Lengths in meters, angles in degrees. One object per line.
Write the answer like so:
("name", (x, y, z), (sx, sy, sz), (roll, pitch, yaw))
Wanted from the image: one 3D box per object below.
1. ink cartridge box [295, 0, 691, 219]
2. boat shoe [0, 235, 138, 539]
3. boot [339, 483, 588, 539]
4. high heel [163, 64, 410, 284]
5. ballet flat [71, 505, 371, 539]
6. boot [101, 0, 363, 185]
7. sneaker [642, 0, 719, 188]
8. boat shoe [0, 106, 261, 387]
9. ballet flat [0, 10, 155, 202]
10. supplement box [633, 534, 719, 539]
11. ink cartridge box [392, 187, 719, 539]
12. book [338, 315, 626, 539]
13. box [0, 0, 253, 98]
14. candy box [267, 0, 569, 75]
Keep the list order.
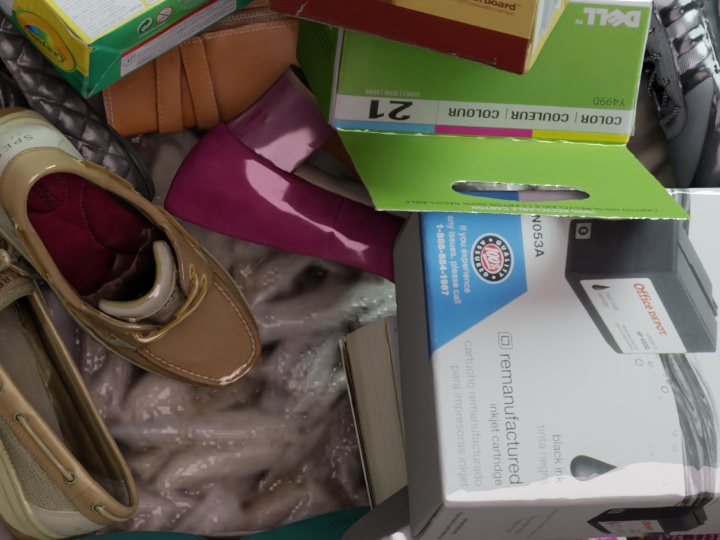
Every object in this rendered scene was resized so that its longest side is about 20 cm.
("ink cartridge box", (0.061, -0.093, 1.075), (0.147, 0.200, 0.076), (2, 113, -12))
("boat shoe", (-0.169, 0.035, 1.152), (0.063, 0.073, 0.201), (-18, 95, 31))
("boot", (0.083, 0.124, 1.142), (0.200, 0.073, 0.096), (-32, 103, -26))
("high heel", (0.000, 0.000, 1.158), (0.096, 0.067, 0.200), (-44, 87, 13))
("ballet flat", (-0.063, 0.163, 1.177), (0.199, 0.072, 0.072), (-5, 88, -20))
("boot", (-0.053, -0.089, 1.200), (0.154, 0.074, 0.201), (-18, 87, -8))
("sneaker", (0.149, -0.120, 1.240), (0.113, 0.075, 0.201), (4, 81, -11))
("boat shoe", (-0.113, 0.003, 1.142), (0.074, 0.066, 0.200), (-50, 127, 0))
("ballet flat", (-0.180, -0.088, 1.166), (0.200, 0.066, 0.057), (47, 58, -8))
("supplement box", (0.237, 0.111, 1.171), (0.103, 0.200, 0.132), (8, 87, -33))
("ink cartridge box", (0.122, 0.042, 1.071), (0.199, 0.084, 0.146), (-1, 72, -9))
("book", (0.073, 0.122, 1.193), (0.133, 0.048, 0.201), (-3, 76, -32))
("box", (-0.149, -0.184, 1.147), (0.117, 0.048, 0.200), (-33, 68, -26))
("candy box", (0.046, -0.159, 1.057), (0.116, 0.200, 0.057), (16, 121, 11))
